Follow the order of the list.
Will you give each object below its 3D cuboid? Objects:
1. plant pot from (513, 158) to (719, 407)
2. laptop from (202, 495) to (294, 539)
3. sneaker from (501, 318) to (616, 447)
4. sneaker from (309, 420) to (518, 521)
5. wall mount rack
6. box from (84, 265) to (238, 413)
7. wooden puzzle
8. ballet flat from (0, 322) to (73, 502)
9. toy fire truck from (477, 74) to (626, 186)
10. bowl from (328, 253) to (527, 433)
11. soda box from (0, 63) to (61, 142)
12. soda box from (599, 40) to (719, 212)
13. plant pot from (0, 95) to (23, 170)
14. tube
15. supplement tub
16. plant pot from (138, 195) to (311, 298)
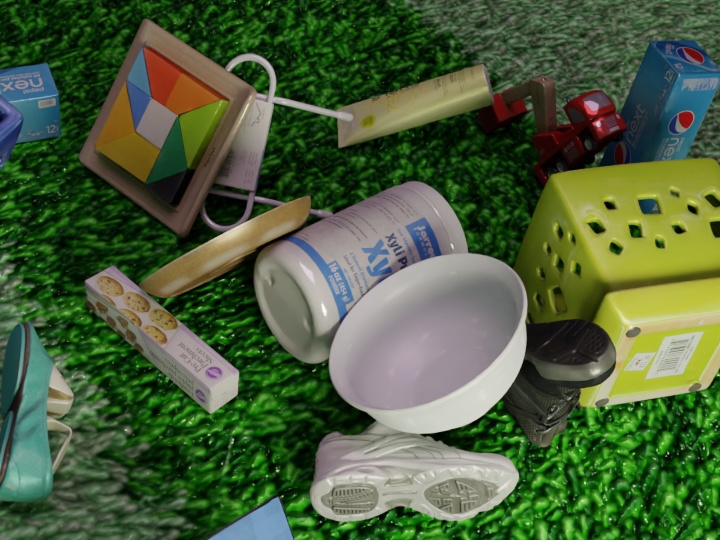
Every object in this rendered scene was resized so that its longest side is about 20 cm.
[{"bbox_3d":[0.285,0.021,1.355,0.197,0.201,0.183,-6,51,-15],"label":"plant pot"},{"bbox_3d":[-0.081,0.323,1.044,0.186,0.117,0.200,-28,54,-31],"label":"laptop"},{"bbox_3d":[0.195,0.111,1.273,0.076,0.199,0.115,-36,102,-26],"label":"sneaker"},{"bbox_3d":[0.050,0.177,1.244,0.197,0.078,0.100,3,41,-7],"label":"sneaker"},{"bbox_3d":[-0.107,-0.137,1.499,0.172,0.202,0.075,12,2,8],"label":"wall mount rack"},{"bbox_3d":[-0.204,0.067,1.342,0.199,0.039,0.041,37,51,27],"label":"box"},{"bbox_3d":[-0.225,-0.163,1.486,0.199,0.186,0.037,35,14,29],"label":"wooden puzzle"},{"bbox_3d":[-0.308,0.138,1.249,0.070,0.068,0.201,19,40,-24],"label":"ballet flat"},{"bbox_3d":[0.227,-0.181,1.585,0.048,0.200,0.142,-22,80,-27],"label":"toy fire truck"},{"bbox_3d":[0.077,0.085,1.247,0.199,0.091,0.202,-20,36,15],"label":"bowl"},{"bbox_3d":[-0.457,-0.187,1.549,0.198,0.065,0.068,-11,47,-19],"label":"soda box"},{"bbox_3d":[0.342,-0.163,1.527,0.063,0.201,0.068,-4,44,-24],"label":"soda box"},{"bbox_3d":[-0.493,-0.113,1.363,0.199,0.180,0.200,37,49,4],"label":"plant pot"},{"bbox_3d":[0.064,-0.202,1.623,0.198,0.053,0.058,-15,2,12],"label":"tube"},{"bbox_3d":[0.000,0.000,1.375,0.199,0.133,0.132,-27,54,-30],"label":"supplement tub"},{"bbox_3d":[-0.134,-0.019,1.359,0.199,0.200,0.028,-28,89,-31],"label":"plant pot"}]
